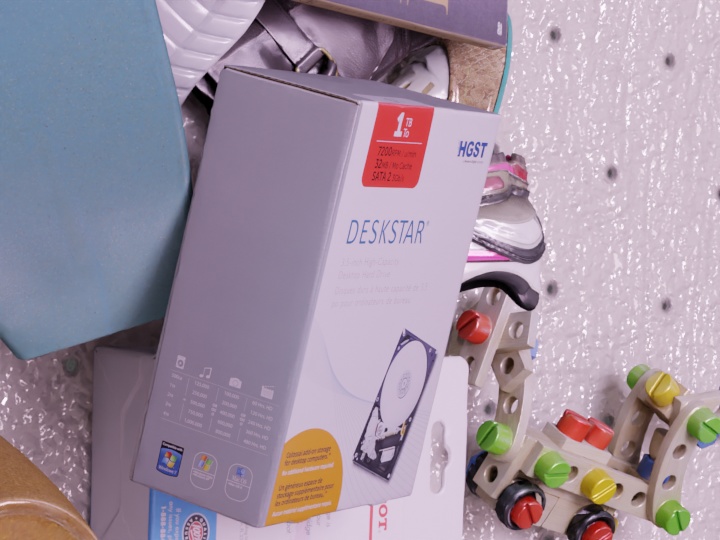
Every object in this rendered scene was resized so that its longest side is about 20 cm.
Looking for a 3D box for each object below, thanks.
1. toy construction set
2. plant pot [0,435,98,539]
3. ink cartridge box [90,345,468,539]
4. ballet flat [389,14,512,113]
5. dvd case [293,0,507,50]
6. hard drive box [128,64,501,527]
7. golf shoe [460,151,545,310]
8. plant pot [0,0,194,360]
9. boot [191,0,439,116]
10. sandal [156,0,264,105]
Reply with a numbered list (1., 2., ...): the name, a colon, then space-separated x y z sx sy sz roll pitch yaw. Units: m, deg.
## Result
1. toy construction set: 0.130 0.089 1.400 0.200 0.092 0.131 26 101 -26
2. plant pot: -0.191 0.131 1.010 0.186 0.200 0.187 1 89 -36
3. ink cartridge box: -0.041 0.098 1.292 0.200 0.068 0.115 2 91 -35
4. ballet flat: 0.033 -0.063 1.342 0.065 0.070 0.201 17 79 -26
5. dvd case: 0.004 -0.203 1.243 0.200 0.016 0.149 9 80 -42
6. hard drive box: -0.019 0.010 1.157 0.156 0.077 0.201 -4 108 -62
7. golf shoe: 0.000 0.000 1.274 0.199 0.073 0.092 -13 87 -4
8. plant pot: -0.149 -0.073 1.144 0.141 0.141 0.200 -18 111 -2
9. boot: -0.036 -0.160 1.289 0.174 0.069 0.200 -39 102 -17
10. sandal: -0.112 -0.116 1.231 0.082 0.050 0.203 31 95 -12
